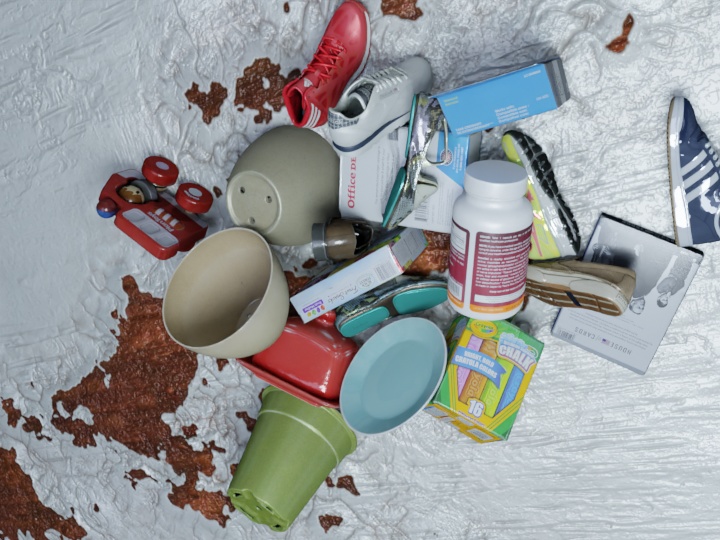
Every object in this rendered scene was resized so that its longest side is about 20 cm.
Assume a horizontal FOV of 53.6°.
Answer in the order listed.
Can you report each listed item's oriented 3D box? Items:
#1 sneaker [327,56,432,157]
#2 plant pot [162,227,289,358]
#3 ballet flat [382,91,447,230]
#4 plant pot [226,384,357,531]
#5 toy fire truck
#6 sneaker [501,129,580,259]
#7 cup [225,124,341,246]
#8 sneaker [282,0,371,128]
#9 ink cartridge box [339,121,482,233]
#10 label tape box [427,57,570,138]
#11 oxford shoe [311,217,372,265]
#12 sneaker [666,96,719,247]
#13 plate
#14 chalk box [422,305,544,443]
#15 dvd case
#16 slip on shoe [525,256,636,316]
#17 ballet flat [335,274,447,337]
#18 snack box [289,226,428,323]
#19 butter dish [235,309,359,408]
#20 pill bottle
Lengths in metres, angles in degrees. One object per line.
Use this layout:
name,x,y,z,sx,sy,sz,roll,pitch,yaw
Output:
sneaker,0.032,-0.249,1.013,0.076,0.200,0.081,30,156,32
plant pot,-0.187,0.055,1.109,0.197,0.203,0.135,-8,147,26
ballet flat,0.083,-0.143,0.995,0.071,0.072,0.203,21,114,16
plant pot,-0.133,0.336,1.237,0.197,0.191,0.202,20,141,17
toy fire truck,-0.367,-0.106,1.246,0.199,0.168,0.113,37,118,9
sneaker,0.239,-0.102,1.028,0.089,0.078,0.203,-21,96,35
cup,-0.139,-0.123,1.152,0.197,0.143,0.204,8,111,22
sneaker,-0.051,-0.302,1.067,0.077,0.115,0.203,25,116,14
ink cartridge box,0.074,-0.148,1.081,0.197,0.084,0.148,10,112,21
label tape box,0.187,-0.226,0.936,0.142,0.200,0.064,-12,103,27
oxford shoe,-0.019,-0.046,1.101,0.083,0.200,0.074,-6,98,6
sneaker,0.457,-0.130,0.920,0.107,0.070,0.203,-2,113,30
plate,0.052,0.161,1.072,0.198,0.202,0.026,-27,127,29
chalk box,0.185,0.139,1.071,0.123,0.125,0.202,27,73,-1
dvd case,0.382,0.036,1.037,0.148,0.025,0.203,24,116,15
slip on shoe,0.300,0.011,1.023,0.076,0.061,0.199,43,163,-32
ballet flat,0.048,0.042,1.161,0.197,0.074,0.075,-19,100,4
snack box,0.000,0.000,1.131,0.198,0.142,0.053,-28,96,28
butter dish,-0.079,0.131,1.208,0.197,0.199,0.150,22,92,17
pill bottle,0.181,-0.042,0.990,0.111,0.113,0.203,12,121,20
